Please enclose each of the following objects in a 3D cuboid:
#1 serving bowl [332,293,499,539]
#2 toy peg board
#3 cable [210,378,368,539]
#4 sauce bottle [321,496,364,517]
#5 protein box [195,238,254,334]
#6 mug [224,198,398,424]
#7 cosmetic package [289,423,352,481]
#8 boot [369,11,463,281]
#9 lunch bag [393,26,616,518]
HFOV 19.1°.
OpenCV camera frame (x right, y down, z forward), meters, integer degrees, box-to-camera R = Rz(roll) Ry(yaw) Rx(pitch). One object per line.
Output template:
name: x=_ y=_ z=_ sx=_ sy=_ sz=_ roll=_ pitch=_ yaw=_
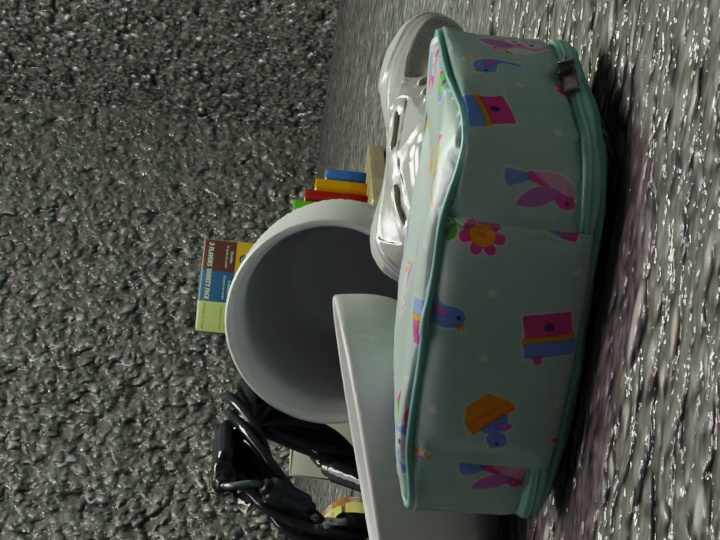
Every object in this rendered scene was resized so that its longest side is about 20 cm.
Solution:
serving bowl: x=0.033 y=0.106 z=1.111 sx=0.200 sy=0.066 sz=0.200 roll=170 pitch=90 yaw=-89
toy peg board: x=-0.032 y=-0.018 z=2.300 sx=0.199 sy=0.098 sz=0.200 roll=-94 pitch=11 yaw=-70
cable: x=-0.029 y=0.141 z=1.506 sx=0.051 sy=0.163 sz=0.200 roll=-63 pitch=10 yaw=15
sauce bottle: x=-0.005 y=0.245 z=1.648 sx=0.200 sy=0.066 sz=0.066 roll=-88 pitch=5 yaw=-68
protein box: x=-0.139 y=0.032 z=3.135 sx=0.200 sy=0.198 sz=0.135 roll=160 pitch=115 yaw=-86
mug: x=0.000 y=0.000 z=1.565 sx=0.200 sy=0.148 sz=0.175 roll=-52 pitch=3 yaw=11
cosmetic package: x=-0.038 y=0.138 z=2.335 sx=0.200 sy=0.071 sz=0.105 roll=-92 pitch=9 yaw=-67
boot: x=0.056 y=-0.094 z=1.352 sx=0.096 sy=0.073 sz=0.200 roll=133 pitch=146 yaw=-57
lunch bag: x=0.059 y=-0.005 z=0.947 sx=0.160 sy=0.077 sz=0.200 roll=-88 pitch=5 yaw=-65
